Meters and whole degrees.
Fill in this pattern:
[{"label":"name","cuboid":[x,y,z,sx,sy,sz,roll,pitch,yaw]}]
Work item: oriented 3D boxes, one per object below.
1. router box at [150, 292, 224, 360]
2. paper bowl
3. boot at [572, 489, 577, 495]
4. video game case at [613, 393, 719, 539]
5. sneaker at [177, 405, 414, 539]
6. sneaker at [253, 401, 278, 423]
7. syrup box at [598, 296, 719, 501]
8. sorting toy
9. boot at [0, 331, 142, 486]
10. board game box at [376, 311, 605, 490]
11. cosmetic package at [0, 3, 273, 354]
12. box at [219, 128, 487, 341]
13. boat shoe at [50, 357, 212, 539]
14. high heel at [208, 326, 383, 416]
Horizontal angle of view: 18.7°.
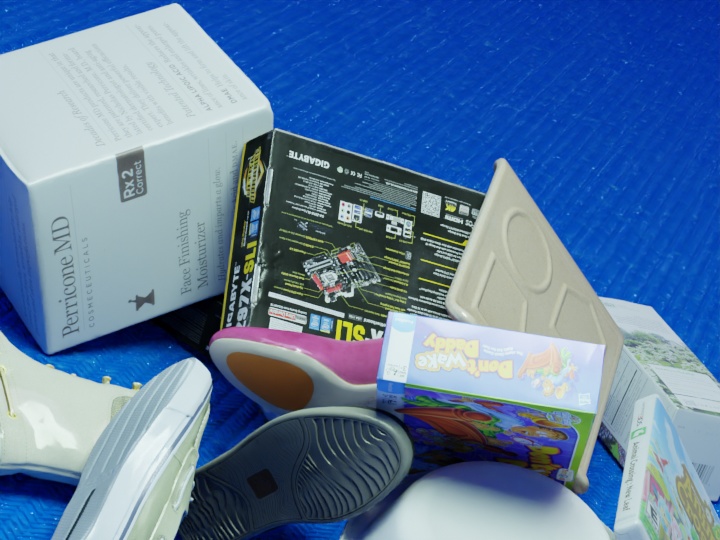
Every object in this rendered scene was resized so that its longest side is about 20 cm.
[{"label":"router box","cuboid":[-0.122,0.008,1.770,0.199,0.051,0.149,31,23,31]},{"label":"paper bowl","cuboid":[0.080,0.198,1.353,0.199,0.105,0.201,10,36,-7]},{"label":"boot","cuboid":[0.083,0.129,1.660,0.107,0.076,0.200,-16,43,-27]},{"label":"video game case","cuboid":[0.223,0.206,1.438,0.201,0.022,0.182,62,20,-16]},{"label":"sneaker","cuboid":[-0.027,0.116,1.406,0.106,0.199,0.075,-30,97,-51]},{"label":"sneaker","cuboid":[-0.007,0.111,1.599,0.072,0.073,0.200,-4,30,-44]},{"label":"syrup box","cuboid":[0.238,0.103,1.828,0.078,0.082,0.200,12,22,-26]},{"label":"sorting toy","cuboid":[0.127,0.041,1.611,0.186,0.036,0.201,54,31,-24]},{"label":"boot","cuboid":[-0.221,0.079,1.477,0.153,0.072,0.201,11,30,-20]},{"label":"board game box","cuboid":[0.078,0.090,1.389,0.133,0.045,0.200,9,-21,4]},{"label":"cosmetic package","cuboid":[-0.187,-0.073,1.651,0.199,0.166,0.165,-21,43,-23]},{"label":"box","cuboid":[0.000,0.000,1.597,0.199,0.161,0.049,15,-16,-29]},{"label":"boat shoe","cuboid":[-0.137,0.137,1.371,0.062,0.072,0.201,49,41,-20]},{"label":"high heel","cuboid":[-0.008,0.059,1.530,0.198,0.068,0.096,15,44,-8]}]
